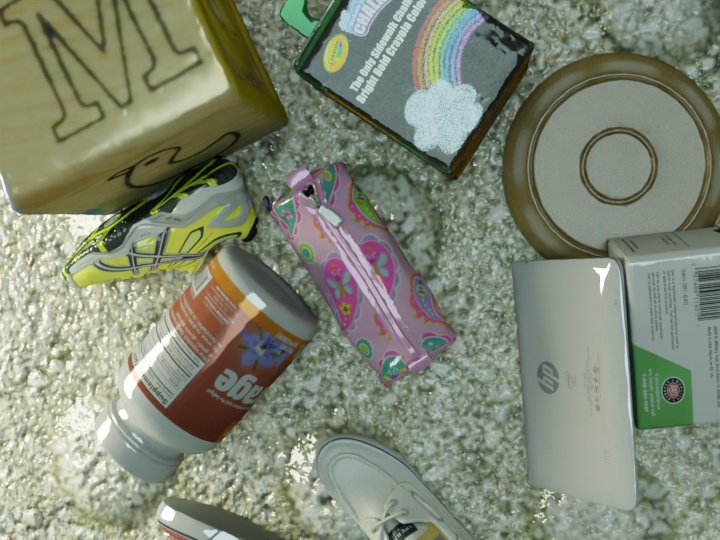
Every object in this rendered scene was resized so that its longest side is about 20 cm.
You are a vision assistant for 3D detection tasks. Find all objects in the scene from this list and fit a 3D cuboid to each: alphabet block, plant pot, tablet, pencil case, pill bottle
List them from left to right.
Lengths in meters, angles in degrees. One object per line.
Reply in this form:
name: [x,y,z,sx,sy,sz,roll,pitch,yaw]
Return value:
alphabet block: [-0.202,-0.175,0.789,0.198,0.195,0.198,-25,91,9]
pill bottle: [-0.139,0.086,0.831,0.112,0.112,0.200,42,97,4]
pencil case: [0.000,0.000,0.824,0.087,0.087,0.201,-33,89,7]
tablet: [0.177,0.091,0.795,0.014,0.130,0.203,-5,92,-31]
plant pot: [0.223,-0.090,0.821,0.197,0.027,0.203,0,92,7]

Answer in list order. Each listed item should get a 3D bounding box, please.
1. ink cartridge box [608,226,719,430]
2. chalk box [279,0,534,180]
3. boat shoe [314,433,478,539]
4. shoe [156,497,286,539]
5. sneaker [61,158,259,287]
ink cartridge box: [0.314,0.040,0.774,0.197,0.084,0.147,-7,103,6]
chalk box: [0.029,-0.183,0.794,0.199,0.124,0.125,35,97,5]
boat shoe: [0.038,0.224,0.835,0.200,0.070,0.071,44,97,3]
shoe: [-0.105,0.283,0.854,0.198,0.071,0.092,23,89,1]
sneaker: [-0.183,-0.023,0.852,0.198,0.076,0.077,-24,116,18]
